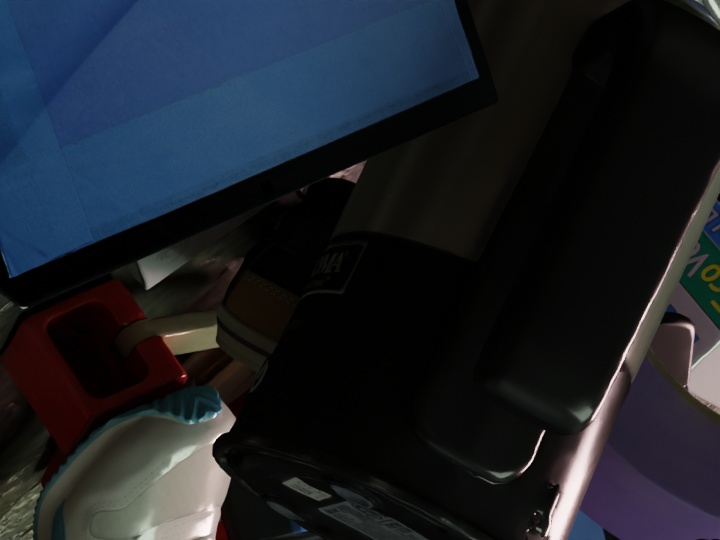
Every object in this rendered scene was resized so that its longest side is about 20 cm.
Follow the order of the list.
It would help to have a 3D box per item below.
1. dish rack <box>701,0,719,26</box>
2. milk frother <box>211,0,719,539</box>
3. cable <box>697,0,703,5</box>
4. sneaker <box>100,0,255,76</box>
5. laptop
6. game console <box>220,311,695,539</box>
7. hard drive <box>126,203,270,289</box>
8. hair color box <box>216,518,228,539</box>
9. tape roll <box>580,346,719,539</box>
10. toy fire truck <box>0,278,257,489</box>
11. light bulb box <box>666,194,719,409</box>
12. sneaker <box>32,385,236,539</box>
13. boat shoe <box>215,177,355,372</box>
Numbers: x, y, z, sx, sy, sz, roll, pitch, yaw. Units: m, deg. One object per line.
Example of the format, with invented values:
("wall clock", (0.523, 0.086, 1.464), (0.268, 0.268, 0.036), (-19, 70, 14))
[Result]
("dish rack", (0.153, -0.178, 0.742), (0.171, 0.044, 0.200), (-12, 109, -34))
("milk frother", (0.090, 0.024, 0.774), (0.180, 0.200, 0.188), (0, -120, 58))
("cable", (0.174, -0.170, 0.887), (0.200, 0.069, 0.200), (-26, 155, -31))
("sneaker", (-0.120, -0.034, 0.699), (0.200, 0.060, 0.104), (-31, 163, -22))
("laptop", (-0.030, -0.114, 0.619), (0.177, 0.103, 0.200), (-26, 155, -33))
("game console", (0.050, 0.119, 0.989), (0.200, 0.173, 0.119), (-14, -178, -3))
("hard drive", (-0.007, -0.082, 0.828), (0.200, 0.026, 0.132), (-36, 159, -11))
("hair color box", (-0.041, 0.110, 1.108), (0.200, 0.061, 0.102), (-30, 157, -25))
("tape roll", (0.152, 0.009, 0.896), (0.200, 0.200, 0.085), (-33, 170, -16))
("toy fire truck", (-0.062, 0.049, 0.968), (0.200, 0.049, 0.141), (-19, 152, -41))
("light bulb box", (0.201, -0.044, 1.106), (0.200, 0.125, 0.198), (-41, 159, 9))
("sneaker", (-0.083, 0.127, 0.903), (0.076, 0.081, 0.200), (-14, 139, -43))
("boat shoe", (0.000, 0.000, 0.909), (0.062, 0.075, 0.200), (-66, 170, 11))
